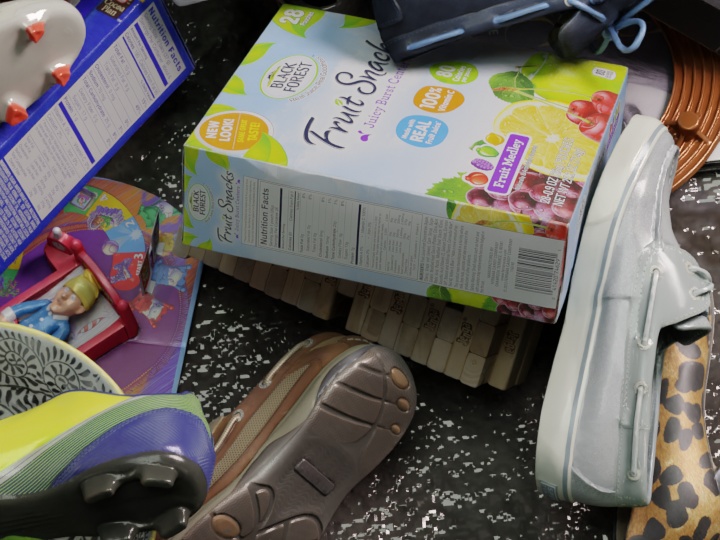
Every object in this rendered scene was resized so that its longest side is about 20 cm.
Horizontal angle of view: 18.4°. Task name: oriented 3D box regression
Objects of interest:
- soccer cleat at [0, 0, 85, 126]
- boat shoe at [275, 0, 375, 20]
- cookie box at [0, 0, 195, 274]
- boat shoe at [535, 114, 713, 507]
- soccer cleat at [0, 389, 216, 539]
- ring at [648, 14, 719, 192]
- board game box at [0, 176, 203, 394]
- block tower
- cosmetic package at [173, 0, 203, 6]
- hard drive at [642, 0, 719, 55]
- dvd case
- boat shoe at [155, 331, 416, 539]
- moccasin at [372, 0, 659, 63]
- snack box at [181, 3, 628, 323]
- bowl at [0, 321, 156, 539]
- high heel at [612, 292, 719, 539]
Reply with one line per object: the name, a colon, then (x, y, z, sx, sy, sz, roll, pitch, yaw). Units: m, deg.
soccer cleat: (-0.240, -0.094, 1.166, 0.200, 0.069, 0.078, -32, 51, -4)
boat shoe: (-0.033, -0.198, 1.300, 0.074, 0.073, 0.200, -22, 53, -7)
cookie box: (-0.225, -0.100, 1.254, 0.171, 0.075, 0.200, 27, 66, 31)
boat shoe: (0.142, 0.023, 1.116, 0.071, 0.070, 0.201, 12, 81, 15)
soccer cleat: (-0.167, 0.096, 1.070, 0.200, 0.065, 0.084, -6, 38, 6)
ring: (0.114, -0.116, 1.268, 0.200, 0.019, 0.201, -2, 62, 4)
board game box: (-0.175, 0.025, 1.219, 0.158, 0.039, 0.200, 6, 62, 7)
block tower: (0.000, 0.000, 1.195, 0.200, 0.054, 0.058, 22, 104, 19)
cosmetic package: (-0.028, -0.276, 1.206, 0.199, 0.123, 0.200, -13, 51, 12)
hard drive: (0.173, -0.210, 1.266, 0.200, 0.038, 0.140, 27, 56, -15)
dvd case: (0.107, -0.113, 1.286, 0.200, 0.016, 0.149, -7, 61, 0)
boat shoe: (-0.056, 0.112, 1.156, 0.200, 0.076, 0.072, -45, 37, -9)
moccasin: (0.106, -0.143, 1.177, 0.200, 0.080, 0.068, -5, 89, 3)
snack box: (0.026, -0.061, 1.160, 0.200, 0.068, 0.169, 10, 35, 11)
bowl: (-0.195, 0.135, 1.129, 0.200, 0.094, 0.201, -2, 67, 4)
high heel: (0.130, 0.057, 1.161, 0.143, 0.071, 0.200, -40, 74, -20)
